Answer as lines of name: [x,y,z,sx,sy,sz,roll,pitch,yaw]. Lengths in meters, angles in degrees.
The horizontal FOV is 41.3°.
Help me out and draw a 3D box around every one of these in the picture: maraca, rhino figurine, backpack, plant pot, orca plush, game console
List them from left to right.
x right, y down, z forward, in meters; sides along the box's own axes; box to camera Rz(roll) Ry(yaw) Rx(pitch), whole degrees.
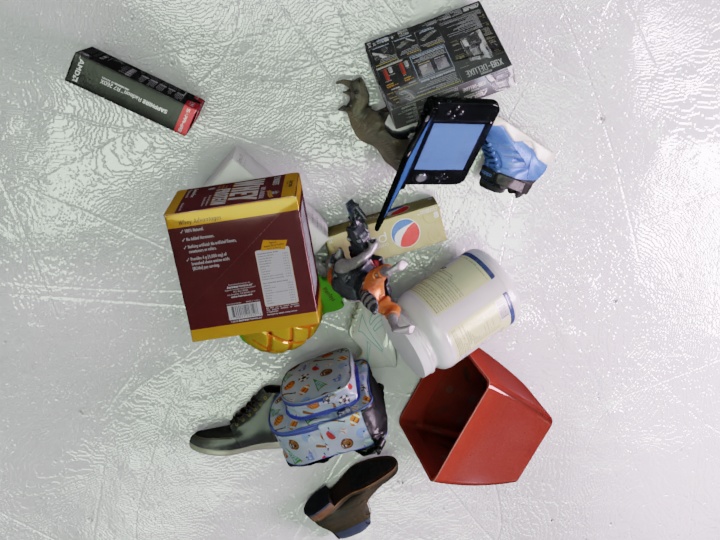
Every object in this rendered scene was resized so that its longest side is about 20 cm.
maraca: [-0.114,0.069,1.607,0.199,0.107,0.137,-29,147,7]
backpack: [-0.060,0.235,1.597,0.189,0.200,0.155,-27,107,8]
rhino figurine: [0.035,-0.239,1.553,0.200,0.060,0.088,40,97,-12]
orca plush: [0.120,-0.269,1.526,0.105,0.071,0.201,24,67,27]
game console: [0.116,-0.158,1.462,0.174,0.117,0.200,-1,149,-16]
plant pot: [0.210,0.256,1.658,0.175,0.200,0.201,23,105,-24]

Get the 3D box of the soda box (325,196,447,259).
soda box: [0.040,-0.061,1.605,0.198,0.064,0.068,-17,108,1]

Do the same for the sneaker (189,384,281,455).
sneaker: [-0.206,0.261,1.688,0.198,0.075,0.107,-5,103,-12]

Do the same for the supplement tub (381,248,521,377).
supplement tub: [0.150,0.072,1.586,0.199,0.145,0.146,-33,107,-13]

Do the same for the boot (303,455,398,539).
boot: [0.002,0.417,1.754,0.199,0.075,0.097,-31,119,13]

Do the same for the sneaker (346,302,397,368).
sneaker: [0.013,0.082,1.645,0.080,0.070,0.202,-8,108,2]

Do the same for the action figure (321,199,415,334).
action figure: [0.000,0.000,1.490,0.104,0.193,0.201,-33,120,-23]

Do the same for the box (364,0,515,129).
box: [0.122,-0.322,1.484,0.199,0.159,0.050,-20,145,2]

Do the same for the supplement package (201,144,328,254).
supplement package: [-0.164,-0.087,1.552,0.200,0.121,0.120,39,102,-15]

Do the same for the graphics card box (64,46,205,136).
graphics card box: [-0.345,-0.279,1.479,0.199,0.126,0.051,25,104,-12]

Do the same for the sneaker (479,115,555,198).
sneaker: [0.219,-0.188,1.556,0.199,0.077,0.112,26,102,-34]

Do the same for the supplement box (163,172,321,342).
supplement box: [-0.172,-0.023,1.439,0.195,0.133,0.202,-8,110,2]
